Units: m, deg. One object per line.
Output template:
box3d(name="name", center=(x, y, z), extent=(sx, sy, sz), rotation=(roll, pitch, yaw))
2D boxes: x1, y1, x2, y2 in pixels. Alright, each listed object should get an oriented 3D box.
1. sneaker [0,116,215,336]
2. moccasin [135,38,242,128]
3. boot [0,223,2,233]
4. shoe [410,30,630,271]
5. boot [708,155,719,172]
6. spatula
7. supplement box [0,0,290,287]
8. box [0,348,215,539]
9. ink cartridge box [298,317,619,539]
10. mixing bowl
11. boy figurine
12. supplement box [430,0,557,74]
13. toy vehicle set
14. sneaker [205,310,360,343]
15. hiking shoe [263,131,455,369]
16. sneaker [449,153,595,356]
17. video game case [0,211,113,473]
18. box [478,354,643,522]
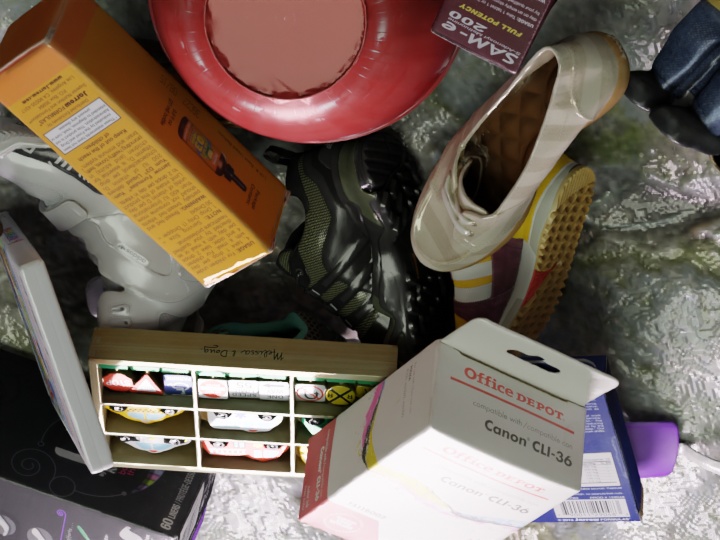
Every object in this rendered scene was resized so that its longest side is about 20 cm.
box3d(name="sneaker", center=(-0.175, -0.023, 1.585), extent=(0.200, 0.075, 0.115), rotation=(19, 97, -17))
box3d(name="moccasin", center=(-0.117, -0.109, 1.557), extent=(0.201, 0.074, 0.078), rotation=(-5, 114, 8))
box3d(name="boot", center=(-0.288, -0.050, 1.574), extent=(0.074, 0.200, 0.076), rotation=(-27, 114, -14))
box3d(name="shoe", center=(0.082, -0.070, 1.453), extent=(0.070, 0.053, 0.200), rotation=(53, 128, 19))
box3d(name="boot", center=(0.306, -0.074, 1.448), extent=(0.200, 0.075, 0.074), rotation=(3, 125, 13))
box3d(name="spatula", center=(0.252, 0.133, 1.643), extent=(0.200, 0.021, 0.057), rotation=(9, 132, 9))
box3d(name="supplement box", center=(-0.135, -0.081, 1.493), extent=(0.069, 0.067, 0.200), rotation=(-31, 118, 33))
box3d(name="box", center=(-0.213, 0.152, 1.731), extent=(0.200, 0.122, 0.106), rotation=(18, 130, 3))
box3d(name="ink cartridge box", center=(0.061, 0.114, 1.532), extent=(0.116, 0.068, 0.200), rotation=(23, 142, -22))
box3d(name="mixing bowl", center=(-0.038, -0.160, 1.434), extent=(0.200, 0.108, 0.200), rotation=(2, 106, 6))
box3d(name="boy figurine", center=(0.239, -0.158, 1.392), extent=(0.200, 0.064, 0.124), rotation=(-52, 56, 24))
box3d(name="supplement box", center=(0.113, -0.223, 1.378), extent=(0.061, 0.109, 0.200), rotation=(26, 127, 3))
box3d(name="toy vehicle set", center=(-0.076, 0.090, 1.601), extent=(0.200, 0.027, 0.124), rotation=(3, 142, 3))
box3d(name="sneaker", center=(-0.096, 0.069, 1.654), extent=(0.200, 0.078, 0.091), rotation=(-18, 146, 18))
box3d(name="hiking shoe", center=(0.000, 0.000, 1.604), extent=(0.101, 0.076, 0.200), rotation=(1, 118, 30))
box3d(name="sneaker", center=(0.085, -0.014, 1.567), extent=(0.090, 0.075, 0.200), rotation=(36, 134, 18))
box3d(name="video game case", center=(-0.206, 0.043, 1.604), extent=(0.018, 0.200, 0.143), rotation=(-20, 104, -10))
box3d(name="box", center=(0.112, 0.104, 1.594), extent=(0.121, 0.032, 0.200), rotation=(-2, 145, 15))
